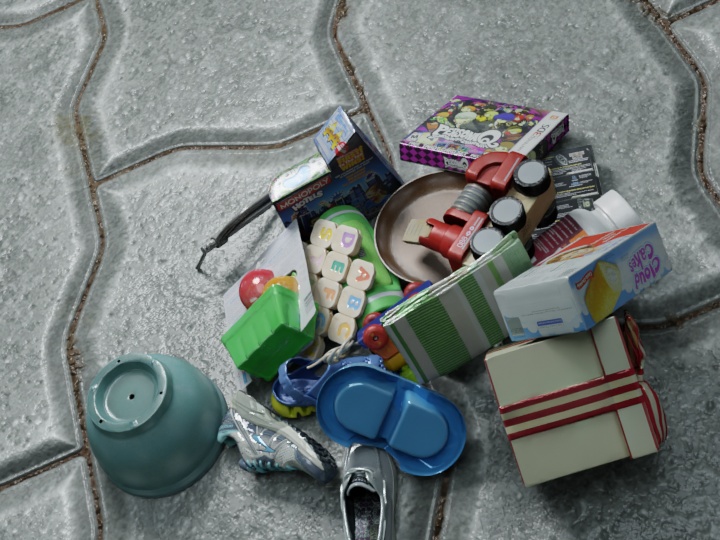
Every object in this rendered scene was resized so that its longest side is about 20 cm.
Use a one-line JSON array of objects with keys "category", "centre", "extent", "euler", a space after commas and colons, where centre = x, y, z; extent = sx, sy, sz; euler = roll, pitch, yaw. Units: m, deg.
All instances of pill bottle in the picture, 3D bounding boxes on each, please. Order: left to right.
[{"category": "pill bottle", "centre": [0.286, -0.013, 1.427], "extent": [0.200, 0.110, 0.110], "euler": [-38, 54, 5]}]

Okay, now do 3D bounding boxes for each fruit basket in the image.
[{"category": "fruit basket", "centre": [-0.129, 0.051, 1.525], "extent": [0.185, 0.093, 0.201], "euler": [-45, 32, 25]}]

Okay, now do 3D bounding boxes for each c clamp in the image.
[{"category": "c clamp", "centre": [-0.169, -0.090, 1.636], "extent": [0.200, 0.171, 0.027], "euler": [-39, 88, -26]}]

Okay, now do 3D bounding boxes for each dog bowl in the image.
[{"category": "dog bowl", "centre": [0.040, 0.187, 1.372], "extent": [0.199, 0.050, 0.112], "euler": [23, 102, -4]}]

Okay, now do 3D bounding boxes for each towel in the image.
[{"category": "towel", "centre": [0.134, 0.052, 1.327], "extent": [0.199, 0.153, 0.023], "euler": [-33, 43, -1]}]

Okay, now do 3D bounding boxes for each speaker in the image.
[{"category": "speaker", "centre": [0.000, 0.000, 1.541], "extent": [0.088, 0.089, 0.201], "euler": [-25, 54, 0]}]

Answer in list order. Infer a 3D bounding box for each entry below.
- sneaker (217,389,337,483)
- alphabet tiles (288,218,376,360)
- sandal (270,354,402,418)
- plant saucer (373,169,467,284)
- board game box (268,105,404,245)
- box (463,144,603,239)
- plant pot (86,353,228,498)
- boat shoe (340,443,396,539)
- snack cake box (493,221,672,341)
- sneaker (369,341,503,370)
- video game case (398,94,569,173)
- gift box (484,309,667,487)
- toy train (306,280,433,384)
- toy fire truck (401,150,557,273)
[{"category": "sneaker", "centre": [-0.115, 0.246, 1.434], "extent": [0.199, 0.078, 0.087], "euler": [28, 81, 37]}, {"category": "alphabet tiles", "centre": [-0.062, 0.028, 1.522], "extent": [0.195, 0.015, 0.201], "euler": [19, 89, 45]}, {"category": "sandal", "centre": [-0.034, 0.152, 1.451], "extent": [0.198, 0.087, 0.080], "euler": [-11, 53, 5]}, {"category": "plant saucer", "centre": [0.118, -0.056, 1.520], "extent": [0.199, 0.032, 0.201], "euler": [-8, 56, 11]}, {"category": "board game box", "centre": [-0.040, -0.139, 1.573], "extent": [0.199, 0.200, 0.062], "euler": [-28, 55, -3]}, {"category": "box", "centre": [0.255, -0.092, 1.548], "extent": [0.198, 0.044, 0.161], "euler": [-11, 55, 10]}, {"category": "plant pot", "centre": [-0.298, 0.196, 1.473], "extent": [0.199, 0.134, 0.202], "euler": [-8, 56, 11]}, {"category": "boat shoe", "centre": [0.009, 0.287, 1.357], "extent": [0.069, 0.072, 0.202], "euler": [-12, 54, 10]}, {"category": "snack cake box", "centre": [0.267, 0.012, 1.264], "extent": [0.199, 0.068, 0.115], "euler": [-27, 8, -40]}, {"category": "sneaker", "centre": [0.108, 0.096, 1.458], "extent": [0.198, 0.077, 0.089], "euler": [-16, 63, 9]}, {"category": "video game case", "centre": [0.187, -0.201, 1.596], "extent": [0.199, 0.036, 0.181], "euler": [16, 40, 32]}, {"category": "gift box", "centre": [0.262, 0.141, 1.295], "extent": [0.185, 0.200, 0.186], "euler": [-18, 92, 9]}, {"category": "toy train", "centre": [0.042, 0.114, 1.410], "extent": [0.199, 0.085, 0.116], "euler": [-37, 98, 7]}, {"category": "toy fire truck", "centre": [0.144, -0.074, 1.420], "extent": [0.199, 0.129, 0.177], "euler": [23, 68, 30]}]
